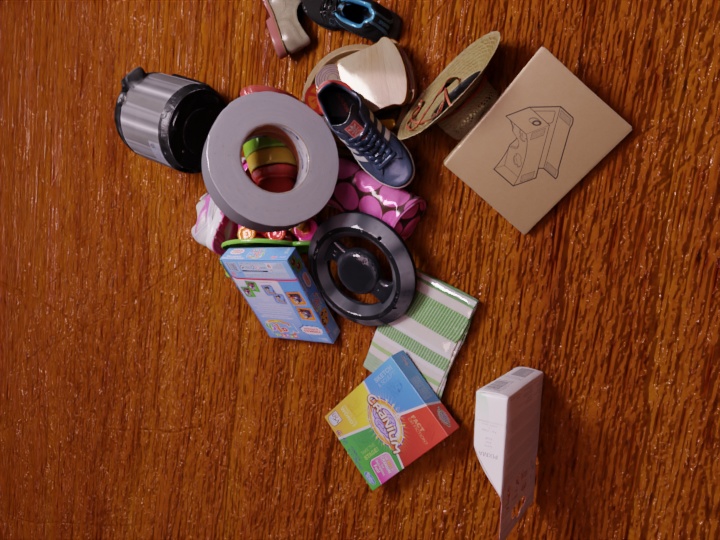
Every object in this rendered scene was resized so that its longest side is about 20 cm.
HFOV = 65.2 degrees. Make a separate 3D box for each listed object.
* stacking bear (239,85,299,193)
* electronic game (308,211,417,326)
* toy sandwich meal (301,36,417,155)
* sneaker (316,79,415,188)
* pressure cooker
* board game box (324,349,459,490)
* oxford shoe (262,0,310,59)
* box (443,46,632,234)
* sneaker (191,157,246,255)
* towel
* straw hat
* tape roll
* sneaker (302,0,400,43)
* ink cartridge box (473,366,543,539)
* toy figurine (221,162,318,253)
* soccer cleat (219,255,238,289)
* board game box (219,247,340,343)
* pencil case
[{"bbox_3d":[-0.144,-0.183,0.937,0.121,0.113,0.202,154,112,-63],"label":"stacking bear"},{"bbox_3d":[0.000,0.000,0.924,0.199,0.042,0.201,13,118,25],"label":"electronic game"},{"bbox_3d":[-0.007,-0.285,0.916,0.204,0.070,0.207,0,88,13],"label":"toy sandwich meal"},{"bbox_3d":[0.003,-0.203,0.845,0.075,0.085,0.200,-43,90,14],"label":"sneaker"},{"bbox_3d":[-0.380,-0.297,1.109,0.199,0.178,0.177,22,107,28],"label":"pressure cooker"},{"bbox_3d":[0.046,0.252,0.941,0.153,0.040,0.200,53,123,17],"label":"board game box"},{"bbox_3d":[-0.139,-0.485,1.028,0.074,0.070,0.201,-16,82,5],"label":"oxford shoe"},{"bbox_3d":[0.240,-0.174,0.783,0.163,0.021,0.200,39,115,-6],"label":"box"},{"bbox_3d":[-0.262,-0.130,1.067,0.088,0.081,0.201,12,68,25],"label":"sneaker"},{"bbox_3d":[0.097,0.108,0.928,0.152,0.023,0.201,29,109,28],"label":"towel"},{"bbox_3d":[0.154,-0.243,0.830,0.085,0.202,0.201,39,119,-19],"label":"straw hat"},{"bbox_3d":[-0.135,-0.161,0.850,0.066,0.199,0.202,171,93,-67],"label":"tape roll"},{"bbox_3d":[-0.027,-0.439,0.938,0.199,0.082,0.074,28,106,28],"label":"sneaker"},{"bbox_3d":[0.206,0.249,0.786,0.050,0.161,0.202,8,97,33],"label":"ink cartridge box"},{"bbox_3d":[-0.148,-0.128,1.018,0.198,0.150,0.186,0,83,11],"label":"toy figurine"},{"bbox_3d":[-0.241,-0.046,1.105,0.081,0.067,0.201,-36,73,20],"label":"soccer cleat"},{"bbox_3d":[-0.139,0.046,0.995,0.150,0.037,0.201,1,132,32],"label":"board game box"},{"bbox_3d":[0.005,-0.118,0.934,0.199,0.091,0.094,31,103,25],"label":"pencil case"}]
